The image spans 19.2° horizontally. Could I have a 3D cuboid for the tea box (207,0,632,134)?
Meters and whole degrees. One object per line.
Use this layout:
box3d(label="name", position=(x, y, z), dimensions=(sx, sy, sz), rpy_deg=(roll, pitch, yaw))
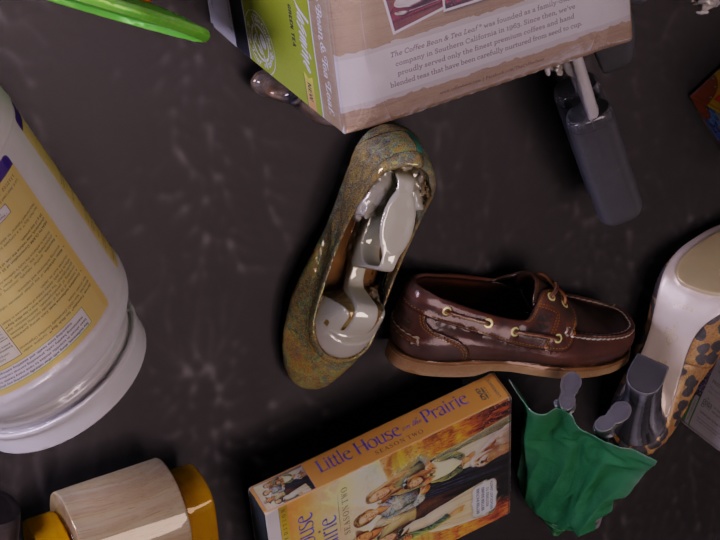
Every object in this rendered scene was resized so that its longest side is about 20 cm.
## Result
box3d(label="tea box", position=(0.027, -0.200, 1.272), dimensions=(0.199, 0.197, 0.134), rpy_deg=(-19, 122, -19))

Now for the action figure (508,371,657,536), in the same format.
box3d(label="action figure", position=(0.156, 0.147, 1.570), dimensions=(0.055, 0.118, 0.200), rpy_deg=(-50, 163, -26))

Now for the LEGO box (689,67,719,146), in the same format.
box3d(label="LEGO box", position=(0.363, -0.142, 1.520), dimensions=(0.200, 0.149, 0.077), rpy_deg=(-43, 127, -5))

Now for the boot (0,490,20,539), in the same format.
box3d(label="boot", position=(-0.326, 0.236, 1.391), dimensions=(0.188, 0.068, 0.201), rpy_deg=(-4, 123, -36))

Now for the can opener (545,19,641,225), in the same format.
box3d(label="can opener", position=(0.165, -0.111, 1.446), dimensions=(0.066, 0.053, 0.200), rpy_deg=(-18, 138, 2))

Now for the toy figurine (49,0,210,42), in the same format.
box3d(label="toy figurine", position=(-0.159, -0.246, 1.212), dimensions=(0.199, 0.150, 0.185), rpy_deg=(15, 93, -9))

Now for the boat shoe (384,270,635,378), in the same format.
box3d(label="boat shoe", position=(0.115, 0.035, 1.517), dimensions=(0.199, 0.070, 0.071), rpy_deg=(-1, 118, -29))

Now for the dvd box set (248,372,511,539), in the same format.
box3d(label="dvd box set", position=(0.018, 0.166, 1.529), dimensions=(0.199, 0.029, 0.147), rpy_deg=(-23, 141, -18))

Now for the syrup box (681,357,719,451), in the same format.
box3d(label="syrup box", position=(0.335, 0.050, 1.642), dimensions=(0.078, 0.081, 0.201), rpy_deg=(10, 108, -35))

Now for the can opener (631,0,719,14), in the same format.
box3d(label="can opener", position=(0.189, -0.214, 1.456), dimensions=(0.199, 0.053, 0.067), rpy_deg=(-1, 80, -31))

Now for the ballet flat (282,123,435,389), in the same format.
box3d(label="ballet flat", position=(0.000, 0.000, 1.438), dimensions=(0.070, 0.071, 0.201), rpy_deg=(10, 109, -33))

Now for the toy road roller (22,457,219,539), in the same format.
box3d(label="toy road roller", position=(-0.140, 0.243, 1.431), dimensions=(0.122, 0.146, 0.201), rpy_deg=(-17, 121, -21))

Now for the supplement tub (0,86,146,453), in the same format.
box3d(label="supplement tub", position=(-0.227, -0.003, 1.259), dimensions=(0.145, 0.145, 0.200), rpy_deg=(-37, 126, -9))

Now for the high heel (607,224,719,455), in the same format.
box3d(label="high heel", position=(0.253, 0.049, 1.629), dimensions=(0.200, 0.071, 0.143), rpy_deg=(-50, 161, -22))

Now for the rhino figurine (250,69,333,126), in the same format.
box3d(label="rhino figurine", position=(0.034, -0.145, 1.370), dimensions=(0.199, 0.087, 0.060), rpy_deg=(-22, 125, -24))
